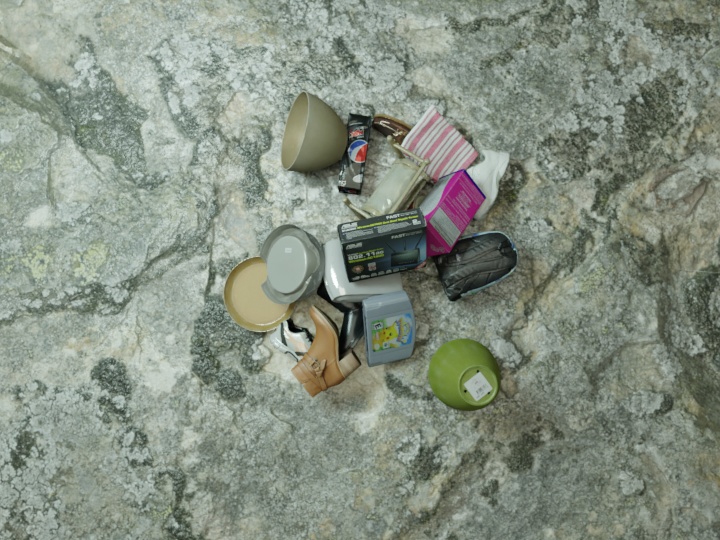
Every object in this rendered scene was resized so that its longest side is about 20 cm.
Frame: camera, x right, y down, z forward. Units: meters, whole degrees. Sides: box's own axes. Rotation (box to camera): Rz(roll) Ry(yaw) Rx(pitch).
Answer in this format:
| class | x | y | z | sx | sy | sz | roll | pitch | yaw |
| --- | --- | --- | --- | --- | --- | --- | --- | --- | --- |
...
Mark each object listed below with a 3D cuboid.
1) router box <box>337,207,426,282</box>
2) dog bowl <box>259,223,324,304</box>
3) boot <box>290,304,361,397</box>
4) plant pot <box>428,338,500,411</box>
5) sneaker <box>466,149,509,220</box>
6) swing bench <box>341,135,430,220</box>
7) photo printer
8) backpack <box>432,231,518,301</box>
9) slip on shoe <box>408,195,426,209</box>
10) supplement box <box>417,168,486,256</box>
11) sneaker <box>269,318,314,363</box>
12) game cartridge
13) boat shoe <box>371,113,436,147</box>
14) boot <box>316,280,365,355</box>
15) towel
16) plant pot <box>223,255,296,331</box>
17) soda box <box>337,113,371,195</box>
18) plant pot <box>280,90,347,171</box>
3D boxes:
| class | x | y | z | sx | sy | sz | roll | pitch | yaw |
| --- | --- | --- | --- | --- | --- | --- | --- | --- | --- |
| router box | 0.054 | -0.056 | 1.228 | 0.198 | 0.150 | 0.062 | -12 | 52 | -2 |
| dog bowl | -0.172 | -0.013 | 1.335 | 0.199 | 0.058 | 0.202 | -5 | 82 | 37 |
| boot | -0.111 | 0.202 | 1.315 | 0.154 | 0.074 | 0.201 | -34 | 86 | 4 |
| plant pot | 0.273 | 0.269 | 1.312 | 0.185 | 0.200 | 0.189 | 0 | 86 | 0 |
| sneaker | 0.323 | -0.230 | 1.412 | 0.099 | 0.078 | 0.201 | 20 | 78 | 8 |
| swing bench | 0.074 | -0.196 | 1.339 | 0.129 | 0.200 | 0.200 | 34 | 88 | 12 |
| photo printer | 0.000 | 0.000 | 1.350 | 0.198 | 0.069 | 0.168 | 0 | 67 | -22 |
| backpack | 0.305 | -0.026 | 1.367 | 0.199 | 0.154 | 0.164 | -25 | 79 | 24 |
| slip on shoe | 0.139 | -0.098 | 1.407 | 0.074 | 0.061 | 0.202 | 10 | 85 | -38 |
| supplement box | 0.209 | -0.142 | 1.326 | 0.103 | 0.101 | 0.200 | 47 | 65 | -18 |
| sneaker | -0.139 | 0.202 | 1.377 | 0.199 | 0.074 | 0.080 | 33 | 106 | 2 |
| game cartridge | 0.075 | 0.150 | 1.348 | 0.132 | 0.041 | 0.201 | -14 | 120 | -15 |
| boat shoe | 0.118 | -0.350 | 1.415 | 0.199 | 0.070 | 0.071 | 24 | 82 | 2 |
| boot | -0.050 | 0.105 | 1.387 | 0.168 | 0.076 | 0.201 | 36 | 81 | -1 |
| towel | 0.209 | -0.313 | 1.389 | 0.200 | 0.030 | 0.147 | 37 | 87 | -29 |
| plant pot | -0.265 | 0.063 | 1.419 | 0.198 | 0.027 | 0.202 | 0 | 86 | 1 |
| soda box | -0.015 | -0.309 | 1.415 | 0.063 | 0.071 | 0.202 | 8 | 87 | 0 |
| plant pot | -0.111 | -0.343 | 1.375 | 0.134 | 0.200 | 0.202 | 11 | 86 | -25 |
